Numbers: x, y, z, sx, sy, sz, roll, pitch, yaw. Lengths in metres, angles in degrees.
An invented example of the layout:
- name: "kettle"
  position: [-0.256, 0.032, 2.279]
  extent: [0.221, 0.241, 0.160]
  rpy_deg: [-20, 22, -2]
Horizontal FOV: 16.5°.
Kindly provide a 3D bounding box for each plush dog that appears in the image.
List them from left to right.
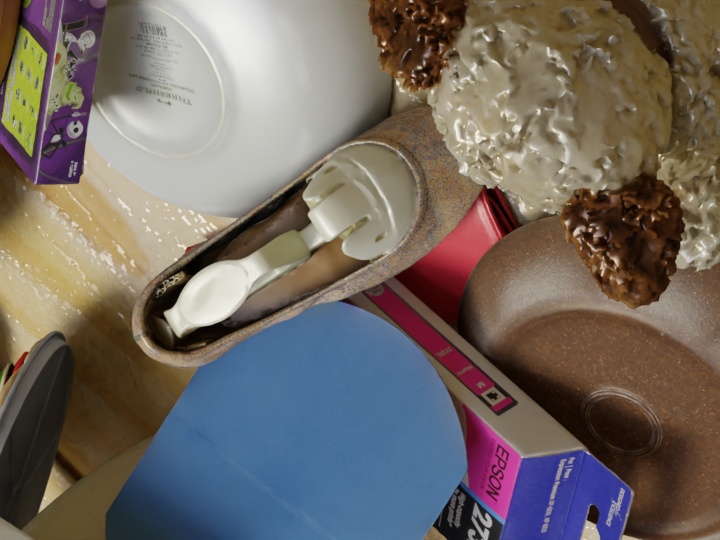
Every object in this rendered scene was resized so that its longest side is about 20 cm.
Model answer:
- name: "plush dog"
  position: [0.097, -0.085, 1.030]
  extent: [0.200, 0.172, 0.161]
  rpy_deg: [42, 134, 3]

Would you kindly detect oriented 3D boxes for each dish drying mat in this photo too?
- name: "dish drying mat"
  position: [0.000, 0.000, 1.266]
  extent: [0.199, 0.018, 0.077]
  rpy_deg: [-14, 113, 40]

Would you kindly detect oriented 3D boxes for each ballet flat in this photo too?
- name: "ballet flat"
  position: [-0.025, -0.012, 1.178]
  extent: [0.200, 0.067, 0.068]
  rpy_deg: [-35, 83, 11]

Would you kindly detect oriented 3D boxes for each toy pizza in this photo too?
- name: "toy pizza"
  position: [-0.206, 0.126, 1.372]
  extent: [0.032, 0.201, 0.201]
  rpy_deg: [18, 131, 4]

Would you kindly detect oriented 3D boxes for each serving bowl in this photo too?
- name: "serving bowl"
  position: [-0.085, -0.107, 1.218]
  extent: [0.199, 0.066, 0.201]
  rpy_deg: [18, 128, 24]

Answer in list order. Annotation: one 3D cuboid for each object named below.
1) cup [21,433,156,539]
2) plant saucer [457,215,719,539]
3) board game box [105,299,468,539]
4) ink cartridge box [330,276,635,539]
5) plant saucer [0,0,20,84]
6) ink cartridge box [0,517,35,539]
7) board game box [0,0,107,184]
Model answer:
- name: "cup"
  position: [-0.089, 0.165, 1.338]
  extent: [0.199, 0.144, 0.201]
  rpy_deg: [23, 152, 13]
- name: "plant saucer"
  position: [0.130, 0.064, 1.192]
  extent: [0.199, 0.037, 0.201]
  rpy_deg: [18, 134, 20]
- name: "board game box"
  position: [-0.032, 0.114, 1.209]
  extent: [0.158, 0.039, 0.201]
  rpy_deg: [34, 92, 32]
- name: "ink cartridge box"
  position: [0.046, 0.082, 1.215]
  extent: [0.200, 0.037, 0.095]
  rpy_deg: [40, 141, 28]
- name: "plant saucer"
  position: [-0.209, -0.155, 1.226]
  extent: [0.200, 0.037, 0.202]
  rpy_deg: [2, 92, 61]
- name: "ink cartridge box"
  position: [-0.157, 0.224, 1.232]
  extent: [0.145, 0.083, 0.201]
  rpy_deg: [28, 146, 29]
- name: "board game box"
  position: [-0.150, -0.155, 1.179]
  extent: [0.120, 0.032, 0.201]
  rpy_deg: [41, 127, 49]
